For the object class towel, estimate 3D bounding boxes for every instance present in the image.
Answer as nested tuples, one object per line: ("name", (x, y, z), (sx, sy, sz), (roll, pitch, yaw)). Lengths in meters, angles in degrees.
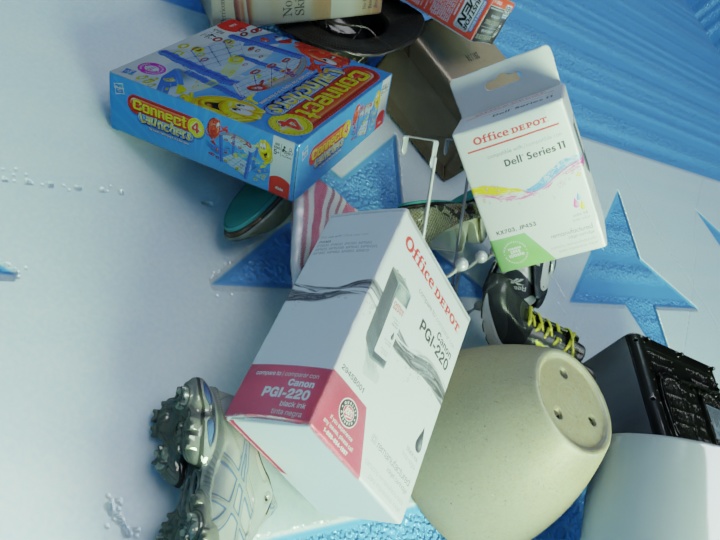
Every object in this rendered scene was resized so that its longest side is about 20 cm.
("towel", (0.000, 0.000, 0.698), (0.200, 0.030, 0.148), (36, 41, -48))

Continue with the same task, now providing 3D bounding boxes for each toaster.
("toaster", (0.365, 0.199, 0.869), (0.179, 0.119, 0.202), (20, 49, -30))

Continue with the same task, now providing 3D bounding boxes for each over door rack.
("over door rack", (0.100, -0.042, 0.759), (0.147, 0.066, 0.203), (-16, 104, -65))

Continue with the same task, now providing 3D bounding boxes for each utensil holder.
("utensil holder", (0.284, 0.269, 0.657), (0.169, 0.169, 0.202), (25, 67, -27))

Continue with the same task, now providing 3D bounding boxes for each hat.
("hat", (-0.021, -0.287, 0.890), (0.198, 0.081, 0.202), (6, 44, -6))

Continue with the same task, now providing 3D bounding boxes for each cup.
("cup", (0.151, 0.150, 0.689), (0.199, 0.143, 0.202), (25, 46, -28))

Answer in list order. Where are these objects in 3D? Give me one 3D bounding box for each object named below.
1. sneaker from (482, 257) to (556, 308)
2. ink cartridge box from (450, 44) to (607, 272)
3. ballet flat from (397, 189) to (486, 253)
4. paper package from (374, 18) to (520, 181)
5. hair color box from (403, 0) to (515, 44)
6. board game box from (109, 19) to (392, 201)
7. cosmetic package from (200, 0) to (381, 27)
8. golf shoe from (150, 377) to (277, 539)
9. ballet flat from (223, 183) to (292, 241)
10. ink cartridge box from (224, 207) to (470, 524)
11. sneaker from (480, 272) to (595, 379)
("sneaker", (0.190, -0.021, 0.862), (0.200, 0.079, 0.131), (74, 29, -48))
("ink cartridge box", (0.169, -0.111, 0.738), (0.202, 0.116, 0.067), (66, 25, -18))
("ballet flat", (0.119, -0.061, 0.889), (0.199, 0.067, 0.076), (-19, 96, -42))
("paper package", (0.132, -0.251, 1.003), (0.191, 0.103, 0.200), (50, 39, -1))
("hair color box", (0.090, -0.368, 0.923), (0.199, 0.064, 0.111), (37, 26, 12))
("board game box", (-0.097, -0.164, 0.691), (0.194, 0.056, 0.200), (22, 38, 14))
("cosmetic package", (-0.079, -0.340, 0.799), (0.198, 0.104, 0.088), (-12, 47, -14))
("golf shoe", (-0.092, 0.175, 0.501), (0.097, 0.078, 0.202), (23, 48, -37))
("ballet flat", (-0.075, -0.085, 0.719), (0.064, 0.067, 0.201), (58, 34, -36))
("ink cartridge box", (0.003, 0.072, 0.572), (0.146, 0.084, 0.201), (55, 44, -37))
("sneaker", (0.199, 0.074, 0.794), (0.201, 0.084, 0.075), (55, 37, -30))
